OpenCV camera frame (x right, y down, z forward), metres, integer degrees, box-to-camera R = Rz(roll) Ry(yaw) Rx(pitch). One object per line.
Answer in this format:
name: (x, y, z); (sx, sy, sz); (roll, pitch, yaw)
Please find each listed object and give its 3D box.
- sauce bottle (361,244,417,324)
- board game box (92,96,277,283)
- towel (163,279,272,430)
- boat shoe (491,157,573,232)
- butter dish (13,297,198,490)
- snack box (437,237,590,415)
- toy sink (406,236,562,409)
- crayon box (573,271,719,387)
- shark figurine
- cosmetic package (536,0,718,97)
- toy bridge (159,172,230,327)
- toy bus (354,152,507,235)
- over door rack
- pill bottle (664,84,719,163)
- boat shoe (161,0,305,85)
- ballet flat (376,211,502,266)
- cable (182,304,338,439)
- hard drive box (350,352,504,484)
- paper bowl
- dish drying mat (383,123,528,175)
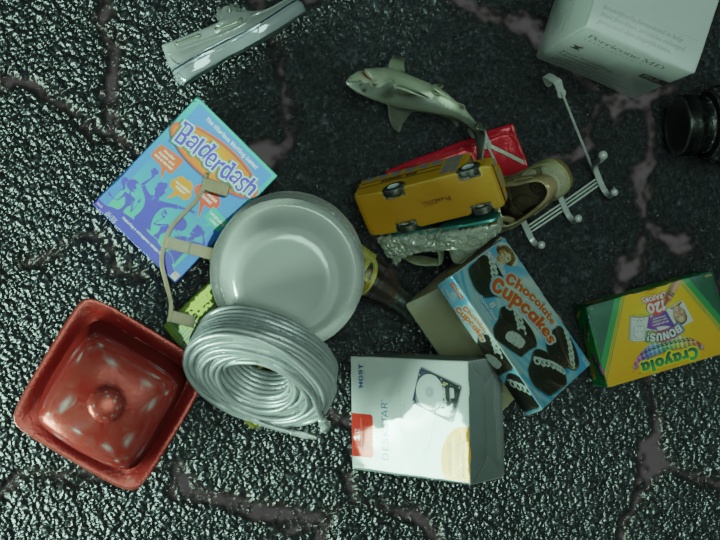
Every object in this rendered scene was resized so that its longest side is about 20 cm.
sauce bottle: (0.000, 0.000, 1.556); (0.199, 0.066, 0.066); (34, 84, -7)
board game box: (-0.232, -0.107, 1.526); (0.152, 0.045, 0.200); (43, 82, -7)
towel: (-0.153, 0.103, 1.550); (0.144, 0.023, 0.200); (-43, 96, -7)
boat shoe: (0.191, -0.090, 1.529); (0.064, 0.200, 0.071); (-36, 93, -43)
butter dish: (-0.319, 0.164, 1.455); (0.199, 0.148, 0.201); (32, 85, -9)
snack box: (0.197, 0.070, 1.458); (0.116, 0.037, 0.201); (-34, 88, -39)
toy sink: (0.183, 0.079, 1.539); (0.130, 0.112, 0.201); (-38, 96, -38)
crayon box: (0.416, 0.082, 1.631); (0.199, 0.058, 0.120); (-15, 92, -10)
shark figurine: (0.083, -0.215, 1.566); (0.213, 0.128, 0.090); (26, 121, 0)
cosmetic package: (0.365, -0.353, 1.555); (0.164, 0.200, 0.166); (20, 86, -9)
toy bridge: (-0.225, -0.030, 1.491); (0.067, 0.027, 0.201); (14, 88, -10)
toy bus: (0.094, -0.103, 1.515); (0.199, 0.078, 0.065); (-13, 114, 23)
over door rack: (0.259, -0.148, 1.587); (0.147, 0.067, 0.201); (-34, 106, -9)
pill bottle: (0.543, -0.209, 1.630); (0.199, 0.112, 0.113); (-2, 90, -10)
boat shoe: (-0.171, -0.322, 1.524); (0.199, 0.074, 0.067); (-31, 97, -8)
ballet flat: (0.112, -0.039, 1.533); (0.072, 0.199, 0.072); (4, 84, -50)
cable: (-0.124, 0.123, 1.448); (0.199, 0.201, 0.070); (13, 51, 7)
hard drive box: (0.085, 0.190, 1.502); (0.077, 0.199, 0.157); (-1, 89, -48)
paper bowl: (-0.094, 0.004, 1.473); (0.199, 0.104, 0.202); (0, 102, 1)
dish drying mat: (0.136, -0.138, 1.604); (0.199, 0.018, 0.077); (-22, 97, -10)
